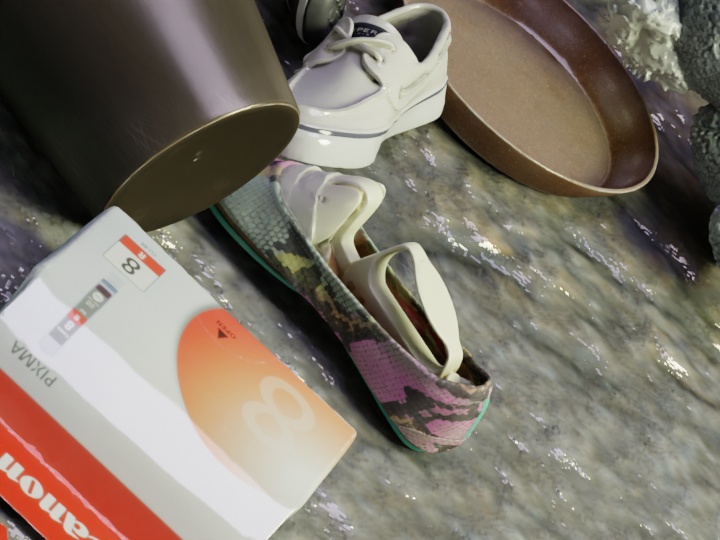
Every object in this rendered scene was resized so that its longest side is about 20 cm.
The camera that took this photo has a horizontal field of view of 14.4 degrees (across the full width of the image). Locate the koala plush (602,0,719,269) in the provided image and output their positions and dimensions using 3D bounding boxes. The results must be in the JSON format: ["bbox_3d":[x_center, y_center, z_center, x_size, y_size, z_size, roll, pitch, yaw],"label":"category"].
[{"bbox_3d":[0.248,-0.112,1.738,0.201,0.177,0.184,59,0,-13],"label":"koala plush"}]

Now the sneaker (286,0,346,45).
[{"bbox_3d":[-0.043,-0.201,1.667,0.082,0.072,0.201,11,37,-6],"label":"sneaker"}]

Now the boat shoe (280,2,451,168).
[{"bbox_3d":[0.001,-0.105,1.555,0.072,0.066,0.200,22,22,22],"label":"boat shoe"}]

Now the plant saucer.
[{"bbox_3d":[0.095,-0.116,1.732,0.200,0.034,0.201,29,35,-22],"label":"plant saucer"}]

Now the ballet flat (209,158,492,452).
[{"bbox_3d":[0.000,0.000,1.450,0.200,0.071,0.069,51,33,13],"label":"ballet flat"}]

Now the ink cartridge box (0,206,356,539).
[{"bbox_3d":[-0.103,0.071,1.270,0.162,0.050,0.200,43,28,-1],"label":"ink cartridge box"}]

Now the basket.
[{"bbox_3d":[-0.124,-0.131,1.407,0.180,0.136,0.201,-22,73,-31],"label":"basket"}]
